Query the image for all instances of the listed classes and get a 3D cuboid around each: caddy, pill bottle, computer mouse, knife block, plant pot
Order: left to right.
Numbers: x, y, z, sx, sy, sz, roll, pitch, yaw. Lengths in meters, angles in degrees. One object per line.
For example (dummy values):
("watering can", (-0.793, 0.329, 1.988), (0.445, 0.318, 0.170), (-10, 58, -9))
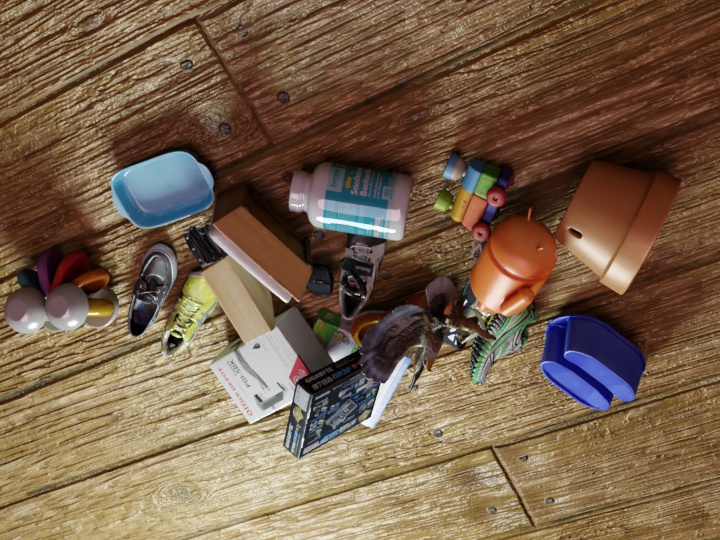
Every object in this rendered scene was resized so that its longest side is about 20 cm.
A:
("knife block", (-0.235, 0.009, 1.664), (0.063, 0.203, 0.175), (-27, 145, 24))
("computer mouse", (-0.052, 0.023, 1.650), (0.034, 0.199, 0.060), (-7, 98, -32))
("pill bottle", (-0.017, -0.119, 1.578), (0.196, 0.111, 0.112), (9, 124, 2))
("caddy", (0.417, 0.158, 1.698), (0.199, 0.106, 0.141), (36, 145, -15))
("plant pot", (0.399, -0.084, 1.500), (0.139, 0.200, 0.202), (28, 124, 9))

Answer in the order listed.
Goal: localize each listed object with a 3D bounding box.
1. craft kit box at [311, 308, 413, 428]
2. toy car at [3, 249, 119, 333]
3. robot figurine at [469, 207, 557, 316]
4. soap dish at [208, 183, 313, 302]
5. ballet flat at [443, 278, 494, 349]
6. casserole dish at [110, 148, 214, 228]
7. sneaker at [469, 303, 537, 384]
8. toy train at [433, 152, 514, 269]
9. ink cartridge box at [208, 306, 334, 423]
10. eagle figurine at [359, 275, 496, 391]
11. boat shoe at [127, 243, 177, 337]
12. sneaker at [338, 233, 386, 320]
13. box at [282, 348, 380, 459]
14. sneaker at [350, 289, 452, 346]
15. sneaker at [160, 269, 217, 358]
("craft kit box", (-0.024, 0.192, 1.824), (0.195, 0.049, 0.202), (21, 123, -8))
("toy car", (-0.555, 0.036, 1.753), (0.197, 0.175, 0.153), (-5, 88, 12))
("robot figurine", (0.250, -0.006, 1.543), (0.116, 0.144, 0.201), (36, 142, 11))
("soap dish", (-0.166, -0.052, 1.627), (0.081, 0.158, 0.200), (-43, 109, 12))
("ballet flat", (0.207, 0.068, 1.687), (0.072, 0.073, 0.201), (24, 126, -8))
("casserole dish", (-0.342, -0.147, 1.655), (0.197, 0.039, 0.122), (-17, 119, 18))
("sneaker", (0.257, 0.135, 1.721), (0.084, 0.078, 0.202), (21, 123, -6))
("toy train", (0.172, -0.096, 1.588), (0.114, 0.085, 0.202), (25, 126, 6))
("ink cartridge box", (-0.166, 0.181, 1.781), (0.199, 0.083, 0.148), (-30, 99, 34))
("eagle figurine", (0.108, 0.122, 1.649), (0.199, 0.151, 0.153), (-31, 98, 38))
("boat shoe", (-0.397, 0.043, 1.770), (0.069, 0.067, 0.201), (25, 123, -8))
("sneaker", (0.000, 0.000, 1.669), (0.073, 0.089, 0.203), (10, 122, 4))
("box", (-0.044, 0.236, 1.721), (0.046, 0.199, 0.161), (37, 131, 30))
("sneaker", (0.079, 0.094, 1.714), (0.197, 0.077, 0.074), (-22, 114, 4))
("sneaker", (-0.321, 0.087, 1.781), (0.074, 0.077, 0.202), (24, 122, -5))
